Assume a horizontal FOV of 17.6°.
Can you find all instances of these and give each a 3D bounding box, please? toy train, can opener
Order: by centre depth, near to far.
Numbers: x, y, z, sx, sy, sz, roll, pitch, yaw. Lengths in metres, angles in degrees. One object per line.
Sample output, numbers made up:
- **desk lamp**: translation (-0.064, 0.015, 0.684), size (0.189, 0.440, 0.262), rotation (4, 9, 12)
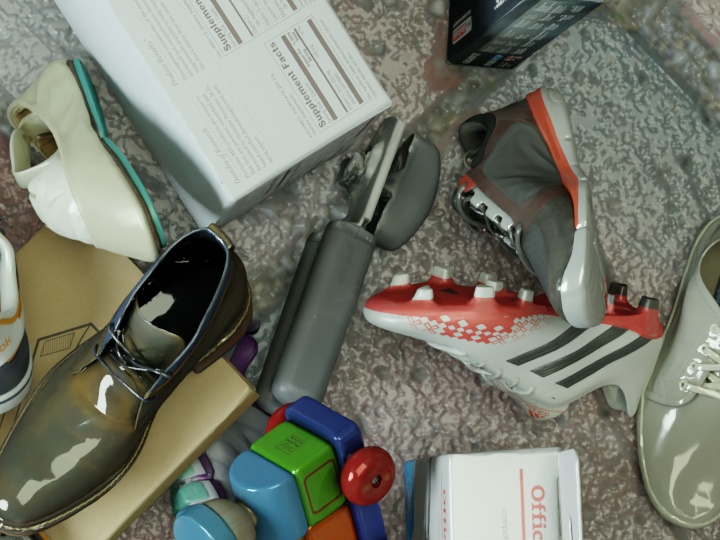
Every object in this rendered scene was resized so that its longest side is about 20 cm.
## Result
- **toy train**: translation (-0.034, 0.181, 1.324), size (0.116, 0.085, 0.201), rotation (-33, 129, -28)
- **can opener**: translation (0.000, 0.000, 1.390), size (0.067, 0.053, 0.201), rotation (26, 67, -17)

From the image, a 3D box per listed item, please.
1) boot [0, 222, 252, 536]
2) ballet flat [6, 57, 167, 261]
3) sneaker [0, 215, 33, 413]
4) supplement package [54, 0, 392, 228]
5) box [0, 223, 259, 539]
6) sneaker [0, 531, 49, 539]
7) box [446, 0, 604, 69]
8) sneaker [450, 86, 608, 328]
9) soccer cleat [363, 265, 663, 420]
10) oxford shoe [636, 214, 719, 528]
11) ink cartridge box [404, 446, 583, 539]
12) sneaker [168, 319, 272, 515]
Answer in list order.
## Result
- **boot**: translation (-0.136, 0.054, 1.267), size (0.075, 0.097, 0.200), rotation (37, 70, 12)
- **ballet flat**: translation (-0.163, -0.055, 1.331), size (0.069, 0.200, 0.070), rotation (-9, 122, -15)
- **sneaker**: translation (-0.240, -0.017, 1.323), size (0.078, 0.080, 0.200), rotation (-25, 60, -17)
- **supplement package**: translation (-0.092, -0.139, 1.355), size (0.111, 0.156, 0.200), rotation (-32, 89, -12)
- **box**: translation (-0.182, 0.084, 1.347), size (0.200, 0.021, 0.163), rotation (-45, 75, -1)
- **sneaker**: translation (-0.230, 0.139, 1.294), size (0.078, 0.077, 0.200), rotation (-34, 78, 1)
- **box**: translation (0.097, -0.215, 1.372), size (0.046, 0.200, 0.160), rotation (3, 84, -11)
- **sneaker**: translation (0.097, -0.030, 1.382), size (0.082, 0.200, 0.077), rotation (-12, 126, 3)
- **soccer cleat**: translation (0.092, 0.047, 1.393), size (0.199, 0.069, 0.086), rotation (4, 102, -28)
- **oxford shoe**: translation (0.218, 0.059, 1.432), size (0.075, 0.058, 0.201), rotation (15, 83, -9)
- **ink cartridge box**: translation (0.073, 0.160, 1.325), size (0.066, 0.200, 0.116), rotation (-1, 84, -8)
- **sneaker**: translation (-0.068, 0.130, 1.373), size (0.087, 0.074, 0.201), rotation (-15, 85, -15)
